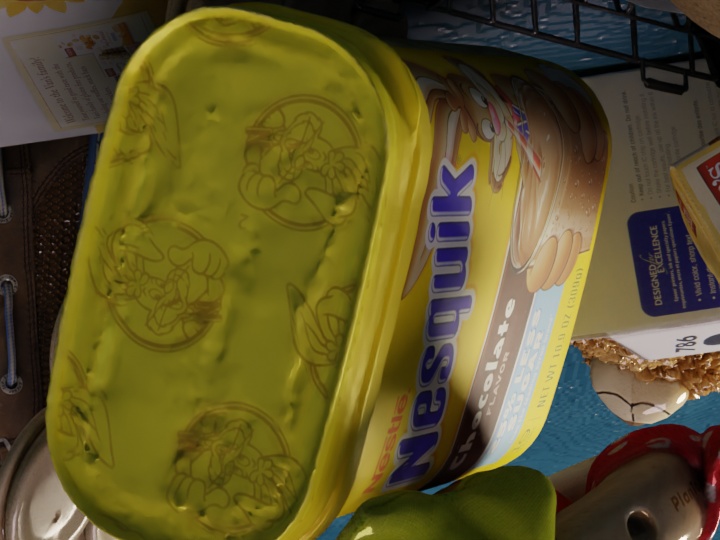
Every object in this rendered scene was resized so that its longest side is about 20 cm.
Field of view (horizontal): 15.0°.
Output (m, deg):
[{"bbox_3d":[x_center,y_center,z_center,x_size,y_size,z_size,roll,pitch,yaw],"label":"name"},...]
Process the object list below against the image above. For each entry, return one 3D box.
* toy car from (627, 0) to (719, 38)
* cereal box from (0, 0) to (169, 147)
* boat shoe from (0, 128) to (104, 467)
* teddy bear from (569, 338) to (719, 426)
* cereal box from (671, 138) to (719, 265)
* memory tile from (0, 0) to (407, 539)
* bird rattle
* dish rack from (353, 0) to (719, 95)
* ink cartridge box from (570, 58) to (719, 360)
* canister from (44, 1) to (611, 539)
[{"bbox_3d":[0.118,-0.112,0.649,0.199,0.159,0.164,-14,139,44],"label":"toy car"},{"bbox_3d":[-0.148,-0.076,0.811,0.198,0.040,0.144,-7,159,0],"label":"cereal box"},{"bbox_3d":[-0.110,0.034,0.898,0.072,0.201,0.072,7,168,1],"label":"boat shoe"},{"bbox_3d":[0.105,0.011,1.086,0.144,0.067,0.200,-4,158,-4],"label":"teddy bear"},{"bbox_3d":[0.191,-0.058,0.841,0.199,0.040,0.144,-30,171,4],"label":"cereal box"},{"bbox_3d":[-0.047,-0.003,0.836,0.017,0.201,0.153,21,-177,23],"label":"memory tile"},{"bbox_3d":[0.054,0.077,0.796,0.200,0.113,0.163,-40,-169,-37],"label":"bird rattle"},{"bbox_3d":[0.091,-0.111,0.790,0.199,0.055,0.153,9,152,-33],"label":"dish rack"},{"bbox_3d":[0.150,-0.028,0.958,0.198,0.100,0.039,-7,160,1],"label":"ink cartridge box"},{"bbox_3d":[0.000,0.000,0.809,0.086,0.150,0.200,17,-171,22],"label":"canister"}]
